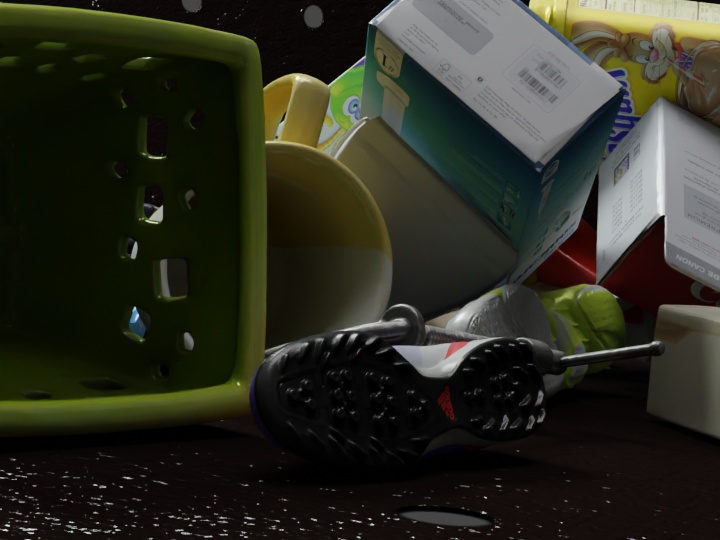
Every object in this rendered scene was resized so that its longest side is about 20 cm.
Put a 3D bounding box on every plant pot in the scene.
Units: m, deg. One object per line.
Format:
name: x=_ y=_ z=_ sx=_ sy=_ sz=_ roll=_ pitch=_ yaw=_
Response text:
plant pot: x=-0.178 y=-0.021 z=0.992 sx=0.181 sy=0.200 sz=0.199 roll=-2 pitch=-2 yaw=42

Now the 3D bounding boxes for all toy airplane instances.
toy airplane: x=0.159 y=0.014 z=1.471 sx=0.200 sy=0.141 sz=0.199 roll=10 pitch=36 yaw=9

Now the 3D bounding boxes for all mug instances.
mug: x=-0.064 y=-0.011 z=1.240 sx=0.187 sy=0.149 sz=0.153 roll=-44 pitch=12 yaw=-18

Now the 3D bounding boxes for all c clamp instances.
c clamp: x=0.041 y=0.045 z=1.079 sx=0.171 sy=0.027 sz=0.200 roll=-18 pitch=-18 yaw=39

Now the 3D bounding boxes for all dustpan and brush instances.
dustpan and brush: x=0.000 y=0.000 z=1.313 sx=0.140 sy=0.200 sz=0.057 roll=43 pitch=25 yaw=-3

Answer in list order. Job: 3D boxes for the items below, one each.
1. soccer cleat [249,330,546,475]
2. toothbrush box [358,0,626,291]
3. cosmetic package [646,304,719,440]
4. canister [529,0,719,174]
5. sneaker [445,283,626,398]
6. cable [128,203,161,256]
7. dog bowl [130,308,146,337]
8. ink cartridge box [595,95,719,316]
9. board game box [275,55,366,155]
soccer cleat: x=0.008 y=0.066 z=0.952 sx=0.073 sy=0.068 sz=0.200 roll=-17 pitch=-10 yaw=39
toothbrush box: x=0.078 y=-0.089 z=1.279 sx=0.146 sy=0.085 sz=0.200 roll=42 pitch=-21 yaw=16
cosmetic package: x=0.254 y=0.067 z=1.130 sx=0.105 sy=0.071 sz=0.200 roll=5 pitch=4 yaw=-19
canister: x=0.216 y=-0.131 z=1.425 sx=0.200 sy=0.149 sz=0.087 roll=7 pitch=43 yaw=5
sneaker: x=0.089 y=0.053 z=1.275 sx=0.105 sy=0.076 sz=0.200 roll=-15 pitch=-8 yaw=35
cable: x=-0.190 y=-0.021 z=1.375 sx=0.200 sy=0.051 sz=0.163 roll=6 pitch=7 yaw=-28
dog bowl: x=-0.201 y=0.025 z=1.329 sx=0.111 sy=0.050 sz=0.200 roll=5 pitch=4 yaw=5
ink cartridge box: x=0.267 y=0.000 z=1.359 sx=0.200 sy=0.084 sz=0.176 roll=26 pitch=40 yaw=-14
board game box: x=0.003 y=-0.081 z=1.495 sx=0.200 sy=0.103 sz=0.105 roll=-38 pitch=-15 yaw=10
